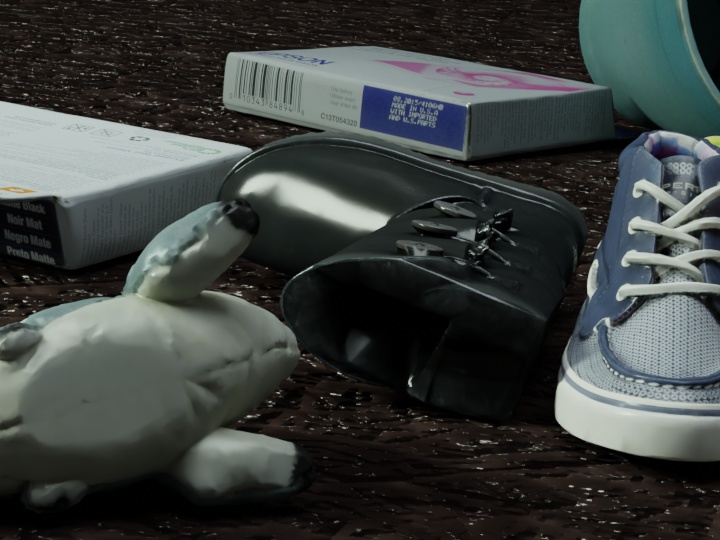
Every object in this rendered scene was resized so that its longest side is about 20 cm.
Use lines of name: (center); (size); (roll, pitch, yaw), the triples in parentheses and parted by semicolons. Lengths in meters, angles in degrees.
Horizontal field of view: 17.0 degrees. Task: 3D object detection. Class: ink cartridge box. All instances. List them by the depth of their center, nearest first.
ink cartridge box: (-0.183, -0.041, 1.093); (0.199, 0.041, 0.200); (12, 14, 29)
ink cartridge box: (0.051, -0.110, 1.512); (0.196, 0.043, 0.200); (14, 16, 38)

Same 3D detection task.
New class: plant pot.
plant pot: (0.236, -0.161, 1.494); (0.200, 0.200, 0.188); (0, -1, -23)

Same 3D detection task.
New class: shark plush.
shark plush: (-0.100, 0.053, 0.728); (0.200, 0.091, 0.083); (-26, 7, -28)

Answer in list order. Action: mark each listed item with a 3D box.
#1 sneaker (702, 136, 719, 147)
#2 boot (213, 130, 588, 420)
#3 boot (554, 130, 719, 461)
sneaker: (0.207, -0.018, 1.045); (0.105, 0.076, 0.200); (10, 11, 43)
boot: (0.001, 0.000, 0.945); (0.165, 0.066, 0.200); (5, 16, 10)
boot: (0.110, 0.004, 0.881); (0.073, 0.091, 0.200); (5, 12, 1)
